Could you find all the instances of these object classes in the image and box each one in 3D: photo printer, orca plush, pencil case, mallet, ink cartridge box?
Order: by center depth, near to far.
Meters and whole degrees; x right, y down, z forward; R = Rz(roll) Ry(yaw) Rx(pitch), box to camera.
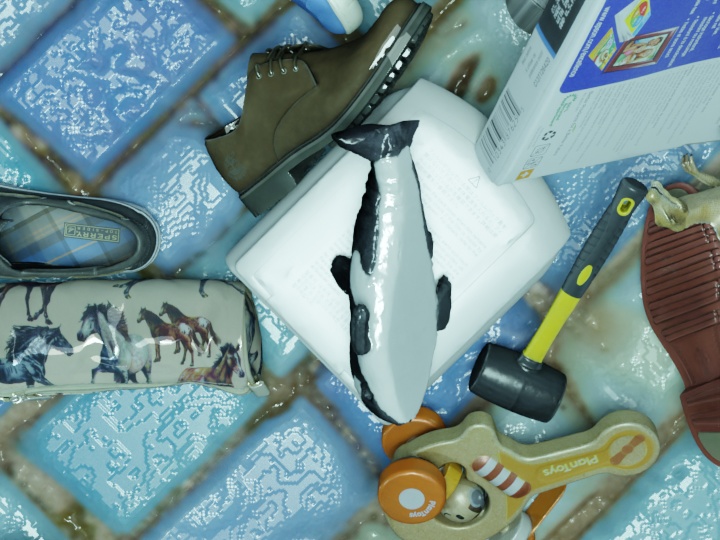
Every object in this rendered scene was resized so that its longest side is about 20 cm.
[{"bbox_3d":[0.193,-0.143,1.113,0.199,0.198,0.047,-15,61,-27],"label":"ink cartridge box"},{"bbox_3d":[0.000,0.000,1.125,0.071,0.105,0.201,10,126,35],"label":"orca plush"},{"bbox_3d":[0.149,0.025,1.179,0.066,0.041,0.200,29,121,-10],"label":"mallet"},{"bbox_3d":[0.032,-0.019,1.195,0.166,0.069,0.200,45,93,-5],"label":"photo printer"},{"bbox_3d":[-0.162,0.051,1.197,0.199,0.078,0.090,-1,78,0],"label":"pencil case"}]

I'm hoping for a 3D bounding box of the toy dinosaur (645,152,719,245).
[{"bbox_3d":[0.284,-0.038,1.179,0.199,0.058,0.102,15,65,-5],"label":"toy dinosaur"}]

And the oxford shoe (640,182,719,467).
[{"bbox_3d":[0.251,0.036,1.214,0.075,0.070,0.201,-8,84,-43],"label":"oxford shoe"}]

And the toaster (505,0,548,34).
[{"bbox_3d":[0.146,-0.250,1.143,0.113,0.129,0.201,-6,96,0],"label":"toaster"}]

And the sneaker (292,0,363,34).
[{"bbox_3d":[-0.099,-0.206,1.171,0.200,0.077,0.111,44,88,0],"label":"sneaker"}]

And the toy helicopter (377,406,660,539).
[{"bbox_3d":[0.114,0.149,1.206,0.199,0.079,0.133,-17,118,13],"label":"toy helicopter"}]

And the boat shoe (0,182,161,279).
[{"bbox_3d":[-0.239,-0.023,1.196,0.199,0.066,0.070,7,96,-1],"label":"boat shoe"}]

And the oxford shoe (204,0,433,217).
[{"bbox_3d":[-0.034,-0.122,1.151,0.084,0.073,0.200,47,119,-7],"label":"oxford shoe"}]
